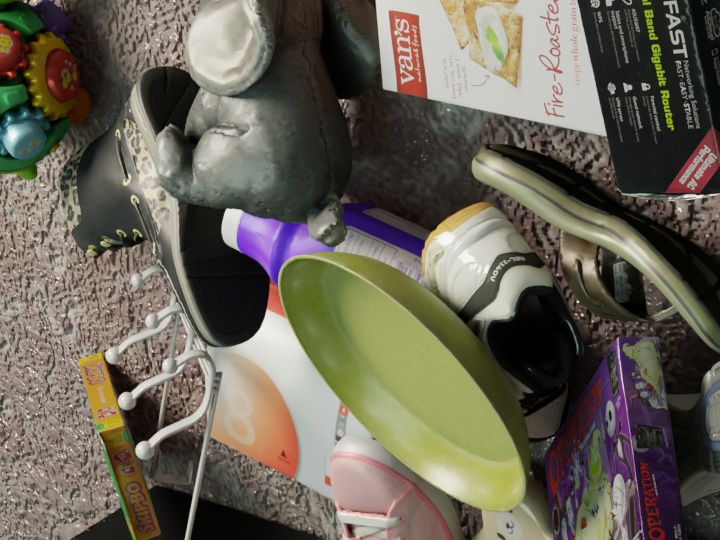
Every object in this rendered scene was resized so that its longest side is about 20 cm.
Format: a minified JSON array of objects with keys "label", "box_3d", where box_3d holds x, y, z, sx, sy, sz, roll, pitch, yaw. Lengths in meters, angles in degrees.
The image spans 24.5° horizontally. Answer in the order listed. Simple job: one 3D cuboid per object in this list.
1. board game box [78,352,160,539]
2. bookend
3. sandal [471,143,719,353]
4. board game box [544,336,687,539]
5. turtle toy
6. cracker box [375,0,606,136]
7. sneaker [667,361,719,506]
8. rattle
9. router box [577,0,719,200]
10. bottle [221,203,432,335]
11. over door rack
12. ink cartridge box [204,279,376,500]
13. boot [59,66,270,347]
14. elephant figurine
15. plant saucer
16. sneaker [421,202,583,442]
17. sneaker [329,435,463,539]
[{"label":"board game box","box_3d":[-0.192,0.140,1.317,0.200,0.030,0.096,-127,20,-71]},{"label":"bookend","box_3d":[-0.158,0.273,1.313,0.200,0.199,0.092,9,118,40]},{"label":"sandal","box_3d":[0.140,-0.007,0.943,0.201,0.080,0.057,37,107,34]},{"label":"board game box","box_3d":[0.144,0.131,0.966,0.200,0.032,0.120,103,169,-64]},{"label":"turtle toy","box_3d":[-0.262,-0.160,1.212,0.101,0.146,0.201,-4,114,22]},{"label":"cracker box","box_3d":[0.098,-0.154,0.914,0.200,0.058,0.134,16,124,38]},{"label":"sneaker","box_3d":[0.212,0.098,0.941,0.200,0.087,0.075,144,126,-68]},{"label":"rattle","box_3d":[0.084,0.204,1.090,0.200,0.143,0.130,62,158,-14]},{"label":"router box","box_3d":[0.166,-0.151,0.780,0.062,0.150,0.201,3,116,43]},{"label":"bottle","box_3d":[0.000,0.000,1.084,0.200,0.065,0.084,25,112,27]},{"label":"over door rack","box_3d":[-0.146,0.117,1.242,0.148,0.066,0.201,-121,28,-58]},{"label":"ink cartridge box","box_3d":[-0.042,0.062,1.188,0.162,0.050,0.200,23,131,33]},{"label":"boot","box_3d":[-0.145,-0.027,1.202,0.154,0.073,0.204,-29,76,51]},{"label":"elephant figurine","box_3d":[-0.059,-0.140,1.034,0.155,0.142,0.201,12,109,6]},{"label":"plant saucer","box_3d":[0.031,0.060,0.993,0.200,0.031,0.200,39,157,20]},{"label":"sneaker","box_3d":[0.093,0.054,0.982,0.088,0.076,0.200,46,168,42]},{"label":"sneaker","box_3d":[0.021,0.212,1.137,0.075,0.105,0.200,2,132,37]}]
